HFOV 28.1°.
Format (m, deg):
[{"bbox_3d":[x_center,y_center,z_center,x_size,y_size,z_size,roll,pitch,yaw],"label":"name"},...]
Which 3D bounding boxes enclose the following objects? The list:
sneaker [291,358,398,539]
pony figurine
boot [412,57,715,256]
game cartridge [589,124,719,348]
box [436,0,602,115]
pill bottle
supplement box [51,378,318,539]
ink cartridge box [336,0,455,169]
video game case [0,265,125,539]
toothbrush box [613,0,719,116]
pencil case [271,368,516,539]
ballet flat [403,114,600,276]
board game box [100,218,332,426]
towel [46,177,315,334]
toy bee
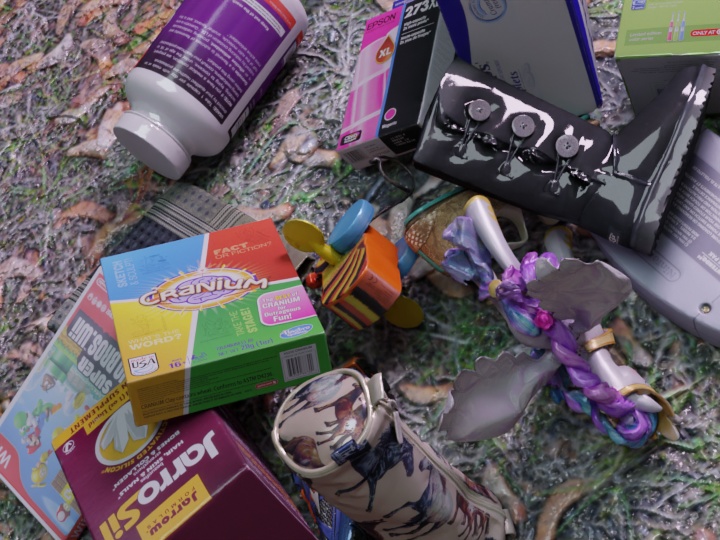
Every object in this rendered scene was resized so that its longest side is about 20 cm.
[{"bbox_3d":[-0.012,0.169,1.094,0.078,0.075,0.202,-24,48,30],"label":"sneaker"},{"bbox_3d":[0.134,0.037,1.036,0.167,0.192,0.201,-51,47,23],"label":"pony figurine"},{"bbox_3d":[0.157,-0.117,1.110,0.198,0.066,0.166,21,70,15],"label":"boot"},{"bbox_3d":[0.261,-0.029,1.104,0.133,0.042,0.200,-43,52,0],"label":"game cartridge"},{"bbox_3d":[0.125,-0.249,1.194,0.104,0.185,0.201,-13,45,15],"label":"box"},{"bbox_3d":[-0.143,-0.188,1.345,0.112,0.113,0.201,24,72,34],"label":"pill bottle"},{"bbox_3d":[-0.139,0.168,1.093,0.131,0.103,0.200,-40,35,-4],"label":"supplement box"},{"bbox_3d":[0.041,-0.189,1.289,0.094,0.037,0.202,-16,48,38],"label":"ink cartridge box"},{"bbox_3d":[-0.234,0.113,1.229,0.143,0.017,0.201,35,92,37],"label":"video game case"},{"bbox_3d":[0.300,-0.232,1.182,0.144,0.086,0.202,0,61,26],"label":"toothbrush box"},{"bbox_3d":[0.029,0.148,1.006,0.089,0.200,0.078,-20,46,29],"label":"pencil case"},{"bbox_3d":[0.126,-0.055,1.161,0.199,0.071,0.066,-31,80,-17],"label":"ballet flat"},{"bbox_3d":[-0.119,0.035,1.131,0.151,0.041,0.200,-14,30,-10],"label":"board game box"},{"bbox_3d":[-0.159,0.026,1.275,0.199,0.035,0.193,30,73,38],"label":"towel"},{"bbox_3d":[0.000,0.000,1.178,0.131,0.200,0.109,46,116,5],"label":"toy bee"}]
